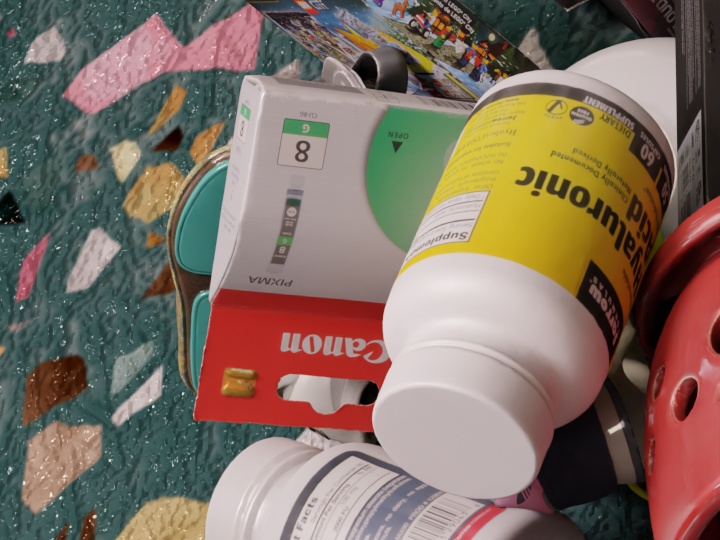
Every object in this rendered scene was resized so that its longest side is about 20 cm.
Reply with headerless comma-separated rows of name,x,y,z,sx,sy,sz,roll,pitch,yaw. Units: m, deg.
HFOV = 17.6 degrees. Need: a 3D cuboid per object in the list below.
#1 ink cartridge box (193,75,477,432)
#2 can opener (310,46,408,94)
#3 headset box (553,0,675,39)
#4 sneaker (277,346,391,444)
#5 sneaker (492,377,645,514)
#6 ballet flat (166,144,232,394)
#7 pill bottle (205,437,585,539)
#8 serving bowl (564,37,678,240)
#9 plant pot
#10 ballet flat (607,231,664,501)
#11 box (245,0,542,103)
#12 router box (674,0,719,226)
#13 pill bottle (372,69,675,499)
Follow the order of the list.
ink cartridge box,0.000,0.000,1.293,0.050,0.160,0.201,-139,56,-68
can opener,-0.008,-0.047,1.378,0.067,0.201,0.053,-20,54,-27
headset box,0.186,-0.237,1.423,0.200,0.075,0.149,-45,47,3
sneaker,0.030,0.015,1.378,0.088,0.074,0.201,33,97,21
sneaker,0.085,0.087,1.214,0.082,0.200,0.070,-19,90,-7
ballet flat,-0.084,-0.010,1.413,0.070,0.201,0.071,3,40,-3
pill bottle,0.015,0.159,1.263,0.199,0.120,0.120,17,73,42
serving bowl,0.151,-0.041,1.299,0.199,0.066,0.201,-10,71,31
plant pot,0.229,0.061,1.117,0.200,0.200,0.183,-25,48,21
ballet flat,0.136,0.031,1.227,0.067,0.067,0.201,-19,89,25
box,0.014,-0.143,1.396,0.038,0.136,0.200,-55,21,-8
router box,0.249,-0.095,1.241,0.156,0.052,0.201,8,59,-8
pill bottle,0.075,0.008,1.120,0.111,0.111,0.200,-5,44,33
